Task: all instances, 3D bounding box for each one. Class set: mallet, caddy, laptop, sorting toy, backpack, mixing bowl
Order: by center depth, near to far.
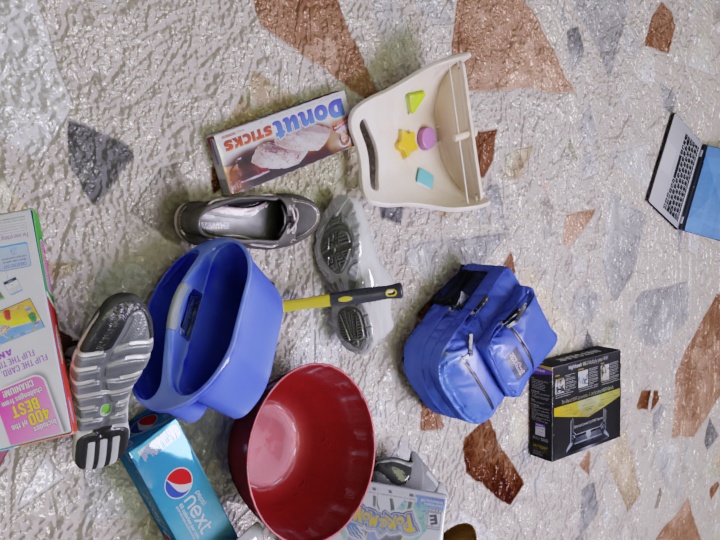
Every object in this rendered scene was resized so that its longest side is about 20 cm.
[{"bbox_3d":[-0.166,0.062,0.797,0.105,0.138,0.204,50,39,-45],"label":"caddy"},{"bbox_3d":[-0.085,0.215,0.906,0.197,0.107,0.206,7,80,-43],"label":"mixing bowl"},{"bbox_3d":[-0.047,0.027,0.922,0.195,0.041,0.068,-15,100,-5],"label":"mallet"},{"bbox_3d":[0.067,-0.169,1.006,0.177,0.106,0.205,-18,105,-31],"label":"sorting toy"},{"bbox_3d":[0.164,0.108,1.067,0.200,0.167,0.164,-44,112,-21],"label":"backpack"},{"bbox_3d":[0.674,-0.176,1.464,0.198,0.115,0.191,29,77,-36],"label":"laptop"}]

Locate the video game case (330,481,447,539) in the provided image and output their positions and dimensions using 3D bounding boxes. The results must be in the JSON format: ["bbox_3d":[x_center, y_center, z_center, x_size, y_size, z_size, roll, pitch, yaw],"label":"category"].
[{"bbox_3d":[0.004,0.365,0.964,0.194,0.022,0.187,9,78,2],"label":"video game case"}]

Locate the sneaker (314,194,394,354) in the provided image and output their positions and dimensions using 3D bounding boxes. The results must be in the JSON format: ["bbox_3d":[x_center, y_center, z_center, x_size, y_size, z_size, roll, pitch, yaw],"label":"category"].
[{"bbox_3d":[0.000,0.000,0.995,0.099,0.076,0.206,-20,105,-54],"label":"sneaker"}]

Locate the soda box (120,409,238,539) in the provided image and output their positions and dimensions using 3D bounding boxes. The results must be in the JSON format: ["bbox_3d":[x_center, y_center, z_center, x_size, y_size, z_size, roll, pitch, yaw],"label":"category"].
[{"bbox_3d":[-0.204,0.258,0.854,0.064,0.067,0.204,-33,113,-31],"label":"soda box"}]

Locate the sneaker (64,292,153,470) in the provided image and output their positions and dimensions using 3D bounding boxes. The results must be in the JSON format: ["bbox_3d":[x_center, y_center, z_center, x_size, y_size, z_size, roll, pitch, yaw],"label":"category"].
[{"bbox_3d":[-0.268,0.088,0.751,0.074,0.115,0.204,-1,122,-39],"label":"sneaker"}]

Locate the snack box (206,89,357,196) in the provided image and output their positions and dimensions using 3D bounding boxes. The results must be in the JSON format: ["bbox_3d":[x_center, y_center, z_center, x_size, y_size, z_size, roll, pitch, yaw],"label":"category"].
[{"bbox_3d":[-0.092,-0.159,0.927,0.198,0.024,0.074,-28,111,-33],"label":"snack box"}]

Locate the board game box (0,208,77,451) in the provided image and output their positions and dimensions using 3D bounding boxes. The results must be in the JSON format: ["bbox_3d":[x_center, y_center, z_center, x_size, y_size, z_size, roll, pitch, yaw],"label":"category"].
[{"bbox_3d":[-0.344,0.061,0.661,0.149,0.040,0.205,-11,85,-17],"label":"board game box"}]

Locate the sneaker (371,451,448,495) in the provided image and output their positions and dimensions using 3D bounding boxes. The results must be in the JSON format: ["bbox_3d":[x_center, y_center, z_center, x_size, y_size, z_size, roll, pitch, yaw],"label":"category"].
[{"bbox_3d":[0.014,0.323,1.033,0.198,0.075,0.117,-35,87,-12],"label":"sneaker"}]

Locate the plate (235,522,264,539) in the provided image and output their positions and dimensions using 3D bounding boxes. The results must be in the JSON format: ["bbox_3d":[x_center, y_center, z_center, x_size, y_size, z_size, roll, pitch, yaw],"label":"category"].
[{"bbox_3d":[-0.170,0.410,0.863,0.199,0.032,0.203,-36,144,-29],"label":"plate"}]

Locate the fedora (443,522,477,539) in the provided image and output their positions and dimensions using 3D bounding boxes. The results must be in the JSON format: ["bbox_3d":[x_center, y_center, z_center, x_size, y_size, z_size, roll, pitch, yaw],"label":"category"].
[{"bbox_3d":[0.082,0.422,1.038,0.081,0.200,0.203,31,74,-6],"label":"fedora"}]

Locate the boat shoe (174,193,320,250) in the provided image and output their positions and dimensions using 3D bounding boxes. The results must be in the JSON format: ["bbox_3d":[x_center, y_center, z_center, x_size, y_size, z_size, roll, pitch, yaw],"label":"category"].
[{"bbox_3d":[-0.121,-0.056,0.894,0.196,0.056,0.069,-5,98,-37],"label":"boat shoe"}]

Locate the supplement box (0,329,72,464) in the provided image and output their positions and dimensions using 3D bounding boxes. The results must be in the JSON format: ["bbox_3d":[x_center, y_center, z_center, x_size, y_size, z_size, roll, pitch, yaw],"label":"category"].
[{"bbox_3d":[-0.375,0.126,0.713,0.108,0.060,0.203,35,72,-33],"label":"supplement box"}]

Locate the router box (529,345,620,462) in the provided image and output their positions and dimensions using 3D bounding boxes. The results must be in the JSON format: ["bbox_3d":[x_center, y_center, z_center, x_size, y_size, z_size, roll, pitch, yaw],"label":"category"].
[{"bbox_3d":[0.375,0.226,1.309,0.196,0.052,0.162,-5,97,-37],"label":"router box"}]
